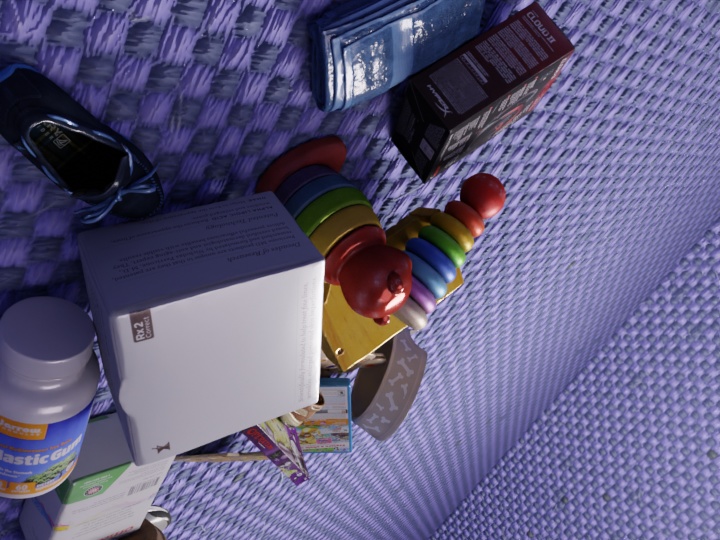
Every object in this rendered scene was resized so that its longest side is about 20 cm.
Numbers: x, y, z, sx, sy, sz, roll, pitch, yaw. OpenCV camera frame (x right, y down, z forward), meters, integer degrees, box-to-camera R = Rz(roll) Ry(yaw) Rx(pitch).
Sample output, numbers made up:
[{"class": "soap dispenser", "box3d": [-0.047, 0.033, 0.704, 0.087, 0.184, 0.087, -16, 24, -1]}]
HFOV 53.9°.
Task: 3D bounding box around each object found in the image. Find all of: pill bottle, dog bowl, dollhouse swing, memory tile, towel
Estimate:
[{"class": "pill bottle", "box3d": [-0.322, 0.125, 0.699, 0.112, 0.112, 0.201, -13, 142, -43]}, {"class": "dog bowl", "box3d": [0.042, 0.185, 1.208, 0.058, 0.200, 0.201, 25, 114, -12]}, {"class": "dollhouse swing", "box3d": [0.000, 0.000, 0.939, 0.199, 0.176, 0.182, -35, 131, -12]}, {"class": "memory tile", "box3d": [-0.055, 0.137, 1.088, 0.152, 0.017, 0.200, -14, 159, 19]}, {"class": "towel", "box3d": [0.040, -0.234, 0.711, 0.199, 0.049, 0.112, -32, 152, -19]}]

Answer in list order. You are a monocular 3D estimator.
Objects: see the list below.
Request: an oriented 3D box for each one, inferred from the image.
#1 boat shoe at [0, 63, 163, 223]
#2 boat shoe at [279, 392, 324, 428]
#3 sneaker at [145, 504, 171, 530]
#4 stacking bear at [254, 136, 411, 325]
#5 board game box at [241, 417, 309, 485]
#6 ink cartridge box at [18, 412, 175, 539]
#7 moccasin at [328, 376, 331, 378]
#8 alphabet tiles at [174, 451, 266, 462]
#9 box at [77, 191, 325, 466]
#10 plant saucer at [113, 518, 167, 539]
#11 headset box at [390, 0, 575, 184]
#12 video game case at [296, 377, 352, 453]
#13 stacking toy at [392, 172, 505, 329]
[{"class": "boat shoe", "box3d": [-0.223, -0.079, 0.572, 0.084, 0.069, 0.200, -43, 155, 4]}, {"class": "boat shoe", "box3d": [-0.105, 0.163, 1.022, 0.073, 0.076, 0.200, -24, 150, 3]}, {"class": "sneaker", "box3d": [-0.384, 0.433, 1.112, 0.199, 0.079, 0.074, -9, 138, -48]}, {"class": "stacking bear", "box3d": [-0.019, -0.033, 0.763, 0.113, 0.200, 0.122, -17, 145, -38]}, {"class": "board game box", "box3d": [-0.133, 0.223, 1.036, 0.032, 0.120, 0.200, -28, 140, -1]}, {"class": "ink cartridge box", "box3d": [-0.346, 0.282, 0.929, 0.145, 0.088, 0.201, -9, 138, -45]}, {"class": "moccasin", "box3d": [-0.090, 0.256, 1.251, 0.077, 0.074, 0.202, -27, 160, -42]}, {"class": "alphabet tiles", "box3d": [-0.197, 0.298, 1.127, 0.165, 0.006, 0.200, -10, 162, 21]}, {"class": "box", "box3d": [-0.151, 0.053, 0.696, 0.199, 0.131, 0.200, -15, 132, -25]}, {"class": "plant saucer", "box3d": [-0.368, 0.392, 0.984, 0.199, 0.199, 0.030, -11, 106, -45]}, {"class": "headset box", "box3d": [0.143, -0.205, 0.817, 0.199, 0.075, 0.149, -35, 171, -12]}, {"class": "video game case", "box3d": [-0.086, 0.243, 1.171, 0.142, 0.018, 0.201, -1, 135, 0]}, {"class": "stacking toy", "box3d": [0.097, -0.033, 0.823, 0.200, 0.085, 0.085, -51, 154, -6]}]
